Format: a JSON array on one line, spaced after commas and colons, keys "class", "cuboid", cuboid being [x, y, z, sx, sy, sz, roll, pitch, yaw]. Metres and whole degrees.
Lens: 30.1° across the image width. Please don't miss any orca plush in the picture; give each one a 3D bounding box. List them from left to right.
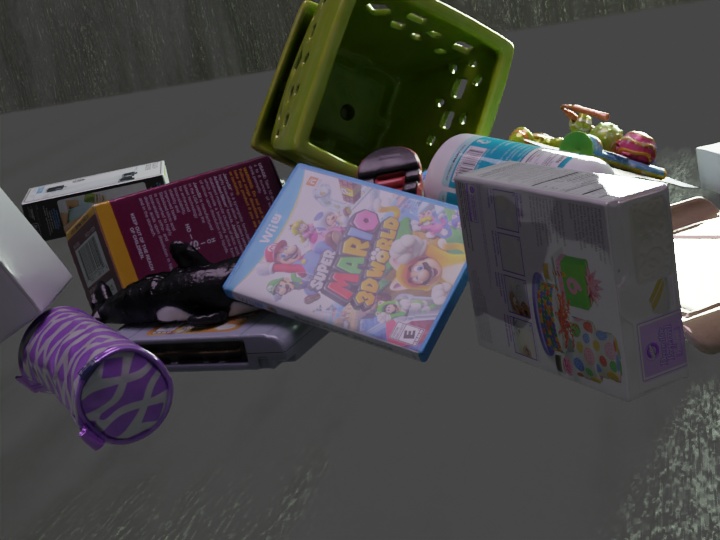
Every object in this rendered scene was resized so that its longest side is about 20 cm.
[{"class": "orca plush", "cuboid": [-0.161, 0.003, 1.222, 0.200, 0.071, 0.105, -3, 17, 28]}]

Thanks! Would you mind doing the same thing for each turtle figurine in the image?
[{"class": "turtle figurine", "cuboid": [0.218, -0.141, 1.552, 0.200, 0.065, 0.161, -11, -10, 33]}]

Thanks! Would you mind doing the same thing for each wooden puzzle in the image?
[{"class": "wooden puzzle", "cuboid": [0.280, 0.004, 1.089, 0.185, 0.037, 0.200, -18, 28, -23]}]

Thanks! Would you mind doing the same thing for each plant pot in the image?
[{"class": "plant pot", "cuboid": [0.010, -0.174, 1.381, 0.199, 0.200, 0.181, 22, -7, -25]}]

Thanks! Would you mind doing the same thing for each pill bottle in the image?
[{"class": "pill bottle", "cuboid": [0.165, -0.059, 1.247, 0.200, 0.111, 0.111, 16, 28, 35]}]

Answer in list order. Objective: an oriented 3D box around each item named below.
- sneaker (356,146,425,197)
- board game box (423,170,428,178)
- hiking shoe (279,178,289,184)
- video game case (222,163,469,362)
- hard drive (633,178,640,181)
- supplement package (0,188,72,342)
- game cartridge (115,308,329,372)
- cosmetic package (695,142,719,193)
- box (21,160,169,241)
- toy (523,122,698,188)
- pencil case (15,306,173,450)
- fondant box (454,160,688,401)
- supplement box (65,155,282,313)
[{"class": "sneaker", "cuboid": [0.040, -0.014, 1.200, 0.074, 0.087, 0.200, -8, 55, 14]}, {"class": "board game box", "cuboid": [0.087, -0.072, 1.503, 0.152, 0.045, 0.200, 5, 23, 44]}, {"class": "hiking shoe", "cuboid": [-0.118, -0.069, 1.613, 0.101, 0.076, 0.200, -14, 4, 21]}, {"class": "video game case", "cuboid": [-0.002, -0.012, 1.147, 0.200, 0.018, 0.143, 17, 64, 27]}, {"class": "hard drive", "cuboid": [0.201, -0.075, 1.372, 0.200, 0.042, 0.135, 21, 33, 40]}, {"class": "supplement package", "cuboid": [-0.377, 0.032, 1.182, 0.200, 0.117, 0.117, -35, 11, 11]}, {"class": "game cartridge", "cuboid": [-0.127, 0.053, 1.219, 0.200, 0.042, 0.133, -4, 21, 25]}, {"class": "cosmetic package", "cuboid": [0.422, -0.097, 1.347, 0.082, 0.051, 0.200, -12, 15, -10]}, {"class": "box", "cuboid": [-0.366, -0.098, 1.882, 0.200, 0.060, 0.117, -12, 15, -4]}, {"class": "toy", "cuboid": [0.260, -0.121, 1.345, 0.115, 0.047, 0.200, 24, 16, 31]}, {"class": "pencil case", "cuboid": [-0.220, 0.086, 1.092, 0.086, 0.084, 0.200, -56, 26, -8]}, {"class": "fondant box", "cuboid": [0.153, 0.001, 1.002, 0.058, 0.145, 0.200, -16, 16, -23]}, {"class": "supplement box", "cuboid": [-0.184, -0.033, 1.381, 0.200, 0.103, 0.131, -19, -4, -26]}]
